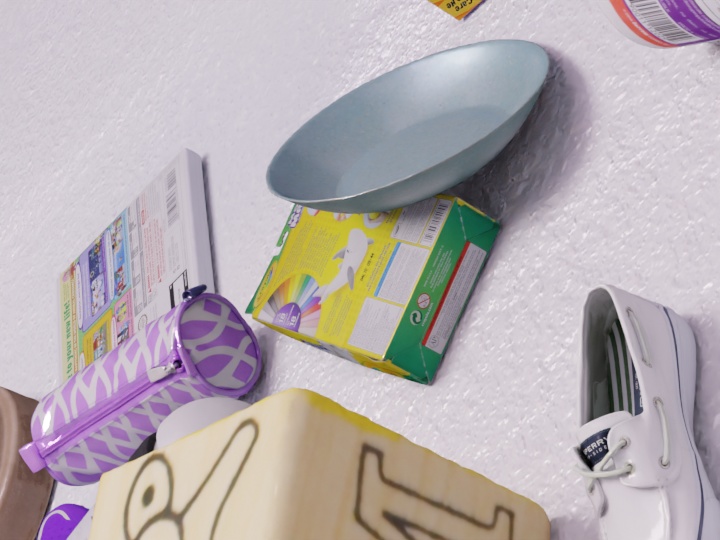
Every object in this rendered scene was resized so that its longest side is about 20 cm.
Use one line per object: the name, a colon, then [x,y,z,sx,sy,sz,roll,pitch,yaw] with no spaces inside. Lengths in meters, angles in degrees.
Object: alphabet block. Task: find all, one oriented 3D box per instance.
alphabet block: [-0.032,0.209,1.112,0.195,0.196,0.201,-24,47,43]

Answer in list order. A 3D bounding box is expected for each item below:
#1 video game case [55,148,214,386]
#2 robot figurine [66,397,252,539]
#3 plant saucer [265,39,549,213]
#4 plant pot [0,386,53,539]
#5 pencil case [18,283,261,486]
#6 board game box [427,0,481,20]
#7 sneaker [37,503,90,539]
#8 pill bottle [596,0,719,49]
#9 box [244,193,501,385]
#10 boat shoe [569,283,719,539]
video game case: [-0.181,0.026,1.640,0.182,0.022,0.201,-43,37,28]
robot figurine: [-0.111,0.176,1.326,0.200,0.124,0.151,-51,38,17]
plant saucer: [0.036,-0.084,1.340,0.200,0.039,0.201,-21,24,10]
plant pot: [-0.367,0.165,1.657,0.200,0.174,0.201,-34,41,36]
pencil case: [-0.157,0.089,1.491,0.200,0.084,0.085,-34,3,39]
board game box: [0.053,-0.340,1.415,0.200,0.199,0.201,-40,37,31]
sneaker: [-0.222,0.233,1.458,0.070,0.099,0.201,-42,36,25]
pill bottle: [0.225,-0.187,1.128,0.199,0.111,0.112,-3,63,54]
box: [0.000,0.000,1.373,0.200,0.048,0.118,17,80,56]
boat shoe: [0.137,0.098,1.074,0.073,0.067,0.201,-37,39,35]
